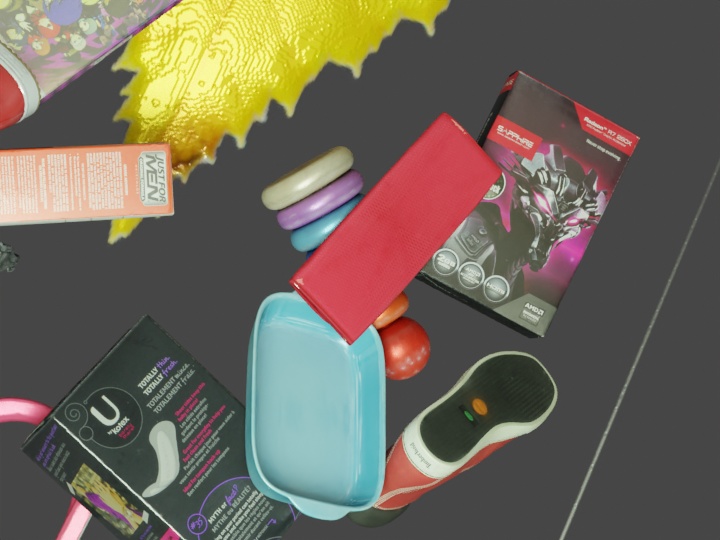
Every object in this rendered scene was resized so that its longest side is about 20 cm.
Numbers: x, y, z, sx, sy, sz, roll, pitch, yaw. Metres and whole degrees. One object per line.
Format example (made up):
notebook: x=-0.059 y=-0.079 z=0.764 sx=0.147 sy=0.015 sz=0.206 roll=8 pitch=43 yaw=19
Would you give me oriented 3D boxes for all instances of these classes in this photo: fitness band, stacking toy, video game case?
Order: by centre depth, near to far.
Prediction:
fitness band: x=-0.300 y=0.201 z=1.401 sx=0.143 sy=0.037 sz=0.201 roll=29 pitch=82 yaw=-4
video game case: x=-0.259 y=-0.257 z=1.431 sx=0.200 sy=0.036 sz=0.182 roll=-37 pitch=95 yaw=-10
stacking toy: x=0.000 y=0.000 z=1.444 sx=0.085 sy=0.085 sz=0.200 roll=-31 pitch=97 yaw=-10

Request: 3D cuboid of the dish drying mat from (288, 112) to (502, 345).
dish drying mat: x=0.030 y=-0.036 z=1.413 sx=0.077 sy=0.018 sz=0.200 roll=47 pitch=73 yaw=-16

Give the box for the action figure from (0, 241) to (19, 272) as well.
action figure: x=-0.348 y=0.063 z=1.359 sx=0.102 sy=0.119 sz=0.201 roll=33 pitch=73 yaw=-51

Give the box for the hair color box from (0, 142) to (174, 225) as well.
hair color box: x=-0.256 y=-0.068 z=1.376 sx=0.199 sy=0.101 sz=0.062 roll=-3 pitch=94 yaw=-16

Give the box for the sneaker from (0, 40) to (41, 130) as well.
sneaker: x=-0.360 y=-0.172 z=1.356 sx=0.200 sy=0.071 sz=0.112 roll=37 pitch=39 yaw=7

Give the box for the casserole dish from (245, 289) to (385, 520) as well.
casserole dish: x=-0.040 y=0.109 z=1.371 sx=0.121 sy=0.039 sz=0.201 roll=16 pitch=57 yaw=-26

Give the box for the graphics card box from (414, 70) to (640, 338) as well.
graphics card box: x=0.142 y=-0.056 z=1.483 sx=0.125 sy=0.051 sz=0.201 roll=29 pitch=83 yaw=-7

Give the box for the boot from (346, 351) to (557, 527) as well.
boot: x=0.071 y=0.145 z=1.453 sx=0.200 sy=0.144 sz=0.073 roll=-25 pitch=75 yaw=-46

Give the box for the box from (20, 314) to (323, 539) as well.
box: x=-0.151 y=0.156 z=1.376 sx=0.200 sy=0.106 sz=0.122 roll=44 pitch=59 yaw=-5
